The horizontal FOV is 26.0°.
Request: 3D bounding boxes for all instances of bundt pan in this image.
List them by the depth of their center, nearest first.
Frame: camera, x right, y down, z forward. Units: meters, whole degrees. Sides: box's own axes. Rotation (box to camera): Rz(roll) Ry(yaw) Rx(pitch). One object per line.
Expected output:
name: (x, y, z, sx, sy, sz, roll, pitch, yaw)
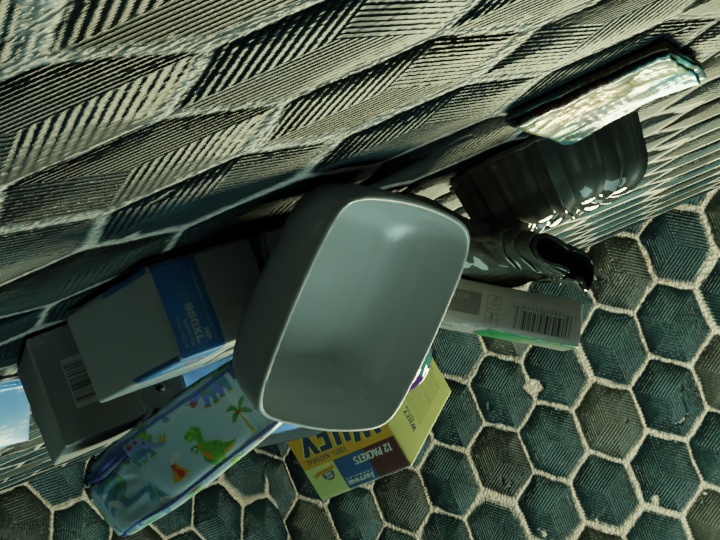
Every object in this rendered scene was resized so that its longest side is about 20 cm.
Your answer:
bundt pan: (0.190, -0.086, 1.516, 0.200, 0.076, 0.202, -21, 175, -2)

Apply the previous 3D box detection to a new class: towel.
towel: (0.209, -0.145, 1.304, 0.146, 0.022, 0.200, -25, 174, 19)

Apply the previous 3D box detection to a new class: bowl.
bowl: (-0.014, 0.024, 1.263, 0.199, 0.074, 0.201, 14, 104, -52)

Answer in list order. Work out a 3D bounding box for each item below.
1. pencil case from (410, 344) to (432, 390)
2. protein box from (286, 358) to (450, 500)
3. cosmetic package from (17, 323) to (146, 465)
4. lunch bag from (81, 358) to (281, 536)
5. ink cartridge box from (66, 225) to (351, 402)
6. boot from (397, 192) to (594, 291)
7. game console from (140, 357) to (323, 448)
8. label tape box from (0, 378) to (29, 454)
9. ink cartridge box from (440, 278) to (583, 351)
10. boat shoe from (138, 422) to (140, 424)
pencil case: (-0.007, 0.075, 1.510, 0.092, 0.085, 0.199, -46, 155, 19)
protein box: (-0.012, 0.134, 1.917, 0.134, 0.200, 0.200, -25, -167, 25)
cosmetic package: (-0.265, 0.113, 1.463, 0.089, 0.108, 0.200, -21, 176, -15)
lunch bag: (-0.161, 0.159, 1.431, 0.199, 0.083, 0.161, -36, 178, -15)
ink cartridge box: (-0.125, 0.031, 1.329, 0.199, 0.085, 0.144, -19, 174, -41)
boot: (0.117, -0.027, 1.416, 0.199, 0.069, 0.130, 19, 167, -42)
game console: (-0.131, 0.110, 1.561, 0.198, 0.178, 0.031, -12, -141, 1)
label tape box: (-0.421, 0.174, 1.641, 0.198, 0.067, 0.143, -22, 175, 16)
ink cartridge box: (0.119, 0.046, 1.524, 0.159, 0.051, 0.200, 10, 171, -4)
boat shoe: (-0.180, 0.100, 1.626, 0.200, 0.076, 0.074, -40, -161, 30)
